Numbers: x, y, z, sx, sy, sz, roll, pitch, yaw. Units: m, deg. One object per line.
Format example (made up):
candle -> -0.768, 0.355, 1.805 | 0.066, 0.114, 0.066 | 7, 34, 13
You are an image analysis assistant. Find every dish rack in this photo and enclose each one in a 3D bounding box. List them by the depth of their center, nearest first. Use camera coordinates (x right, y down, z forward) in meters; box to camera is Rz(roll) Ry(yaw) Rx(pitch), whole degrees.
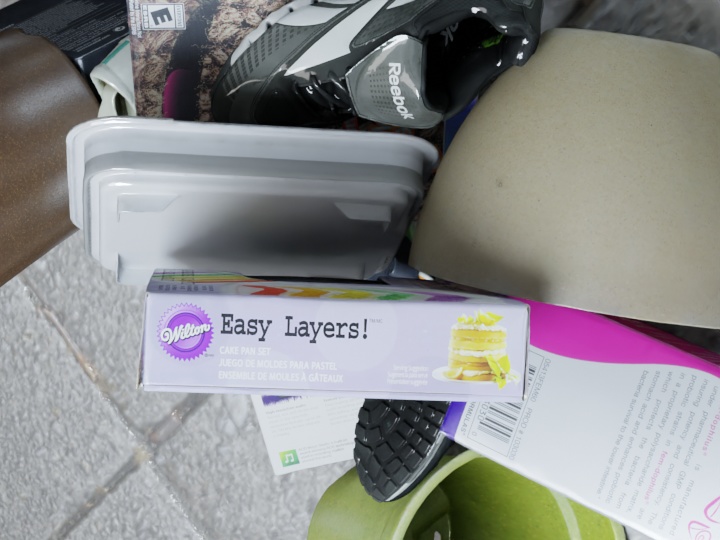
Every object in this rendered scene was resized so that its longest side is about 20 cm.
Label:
dish rack -> -0.063, -0.029, 0.881 | 0.172, 0.197, 0.044 | 114, 156, -68

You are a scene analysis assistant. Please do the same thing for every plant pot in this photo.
plant pot -> 0.132, -0.054, 0.840 | 0.199, 0.199, 0.136 | 13, 97, 43
plant pot -> -0.289, -0.064, 1.105 | 0.199, 0.198, 0.202 | 30, 137, 32
plant pot -> 0.057, 0.210, 1.129 | 0.184, 0.199, 0.202 | 2, 119, 61

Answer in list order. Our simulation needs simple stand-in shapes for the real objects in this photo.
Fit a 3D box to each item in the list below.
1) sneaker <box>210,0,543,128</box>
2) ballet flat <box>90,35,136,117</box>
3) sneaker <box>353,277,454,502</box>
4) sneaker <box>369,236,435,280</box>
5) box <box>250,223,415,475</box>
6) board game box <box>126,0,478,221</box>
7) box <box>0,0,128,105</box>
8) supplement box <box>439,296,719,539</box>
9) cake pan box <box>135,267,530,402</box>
sneaker -> 0.009, -0.108, 0.827 | 0.198, 0.091, 0.067 | -21, 127, 13
ballet flat -> -0.150, -0.066, 1.113 | 0.069, 0.069, 0.202 | 19, 131, 39
sneaker -> 0.072, 0.070, 1.013 | 0.201, 0.087, 0.076 | -60, 41, 20
sneaker -> 0.000, 0.000, 1.036 | 0.200, 0.079, 0.079 | 49, -170, -32
box -> -0.017, 0.041, 1.120 | 0.142, 0.036, 0.202 | -12, 116, 6
board game box -> -0.032, -0.119, 0.938 | 0.197, 0.097, 0.161 | -1, 128, -1
box -> -0.216, -0.124, 1.234 | 0.198, 0.107, 0.150 | 13, 127, 42
supplement box -> 0.163, 0.088, 0.898 | 0.198, 0.103, 0.102 | 25, 96, 28
cake pan box -> -0.020, 0.030, 0.813 | 0.200, 0.181, 0.053 | -150, 65, -84
